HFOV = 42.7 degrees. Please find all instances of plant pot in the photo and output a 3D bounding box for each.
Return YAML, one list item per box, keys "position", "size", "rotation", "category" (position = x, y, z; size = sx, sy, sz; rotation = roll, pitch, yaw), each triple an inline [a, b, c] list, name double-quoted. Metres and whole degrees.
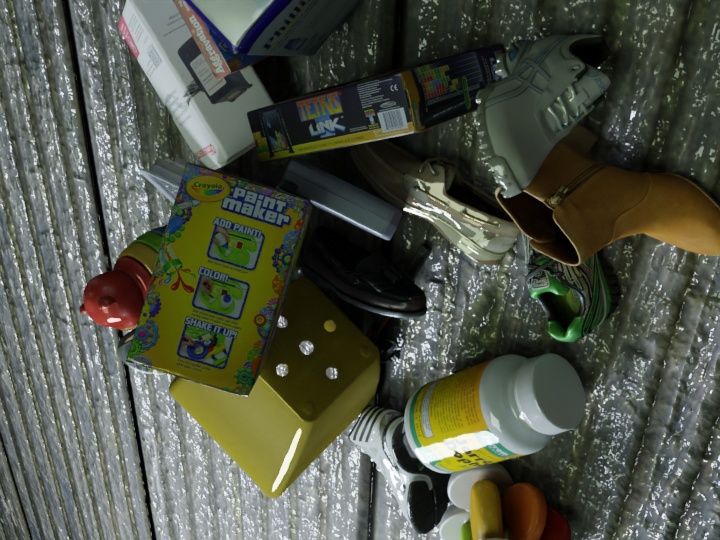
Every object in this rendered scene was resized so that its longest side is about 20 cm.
- position: [-0.088, 0.127, 1.142]
  size: [0.200, 0.200, 0.176]
  rotation: [45, 149, 5]
  category: "plant pot"

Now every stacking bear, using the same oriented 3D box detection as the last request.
- position: [-0.284, 0.011, 1.246]
  size: [0.121, 0.200, 0.114]
  rotation: [-5, 114, 43]
  category: "stacking bear"

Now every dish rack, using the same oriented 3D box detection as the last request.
- position: [-0.166, -0.072, 1.149]
  size: [0.171, 0.044, 0.200]
  rotation: [26, 169, 26]
  category: "dish rack"

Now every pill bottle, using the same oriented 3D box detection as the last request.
- position: [0.152, 0.160, 1.047]
  size: [0.200, 0.113, 0.113]
  rotation: [-28, 99, 47]
  category: "pill bottle"

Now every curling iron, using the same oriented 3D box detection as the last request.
- position: [0.048, 0.041, 1.119]
  size: [0.049, 0.026, 0.200]
  rotation: [20, 129, 1]
  category: "curling iron"

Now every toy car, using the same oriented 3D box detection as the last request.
- position: [0.182, 0.341, 1.142]
  size: [0.150, 0.175, 0.200]
  rotation: [2, 128, -4]
  category: "toy car"

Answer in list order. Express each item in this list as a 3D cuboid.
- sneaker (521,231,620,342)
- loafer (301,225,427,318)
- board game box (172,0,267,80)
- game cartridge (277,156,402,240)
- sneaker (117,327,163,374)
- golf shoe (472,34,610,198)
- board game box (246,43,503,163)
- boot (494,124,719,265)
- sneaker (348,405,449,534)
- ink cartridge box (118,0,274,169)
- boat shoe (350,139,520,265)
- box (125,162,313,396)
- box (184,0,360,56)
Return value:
- position: [0.195, -0.022, 0.902]
  size: [0.078, 0.085, 0.200]
  rotation: [-10, 111, 44]
  category: "sneaker"
- position: [0.000, 0.000, 1.082]
  size: [0.200, 0.072, 0.063]
  rotation: [23, 114, 45]
  category: "loafer"
- position: [-0.138, -0.257, 0.947]
  size: [0.019, 0.200, 0.103]
  rotation: [-26, 103, 16]
  category: "board game box"
- position: [-0.023, -0.075, 0.984]
  size: [0.133, 0.041, 0.200]
  rotation: [29, -179, -8]
  category: "game cartridge"
- position: [-0.256, 0.086, 1.287]
  size: [0.085, 0.200, 0.075]
  rotation: [21, 117, 42]
  category: "sneaker"
- position: [0.156, -0.142, 0.770]
  size: [0.097, 0.200, 0.078]
  rotation: [-12, 128, 33]
  category: "golf shoe"
- position: [0.018, -0.161, 0.891]
  size: [0.200, 0.165, 0.057]
  rotation: [-4, 108, 42]
  category: "board game box"
- position: [0.223, -0.042, 0.813]
  size: [0.201, 0.144, 0.071]
  rotation: [35, 139, 9]
  category: "boot"
- position: [0.051, 0.259, 1.252]
  size: [0.115, 0.076, 0.201]
  rotation: [23, 138, 49]
  category: "sneaker"
- position: [-0.183, -0.221, 1.046]
  size: [0.200, 0.084, 0.145]
  rotation: [60, 165, -11]
  category: "ink cartridge box"
- position: [0.081, -0.088, 0.968]
  size: [0.200, 0.072, 0.065]
  rotation: [38, 128, 9]
  category: "boat shoe"
- position: [-0.134, 0.005, 0.935]
  size: [0.122, 0.200, 0.193]
  rotation: [17, 92, -2]
  category: "box"
- position: [-0.106, -0.302, 0.860]
  size: [0.184, 0.200, 0.105]
  rotation: [47, 111, 4]
  category: "box"
